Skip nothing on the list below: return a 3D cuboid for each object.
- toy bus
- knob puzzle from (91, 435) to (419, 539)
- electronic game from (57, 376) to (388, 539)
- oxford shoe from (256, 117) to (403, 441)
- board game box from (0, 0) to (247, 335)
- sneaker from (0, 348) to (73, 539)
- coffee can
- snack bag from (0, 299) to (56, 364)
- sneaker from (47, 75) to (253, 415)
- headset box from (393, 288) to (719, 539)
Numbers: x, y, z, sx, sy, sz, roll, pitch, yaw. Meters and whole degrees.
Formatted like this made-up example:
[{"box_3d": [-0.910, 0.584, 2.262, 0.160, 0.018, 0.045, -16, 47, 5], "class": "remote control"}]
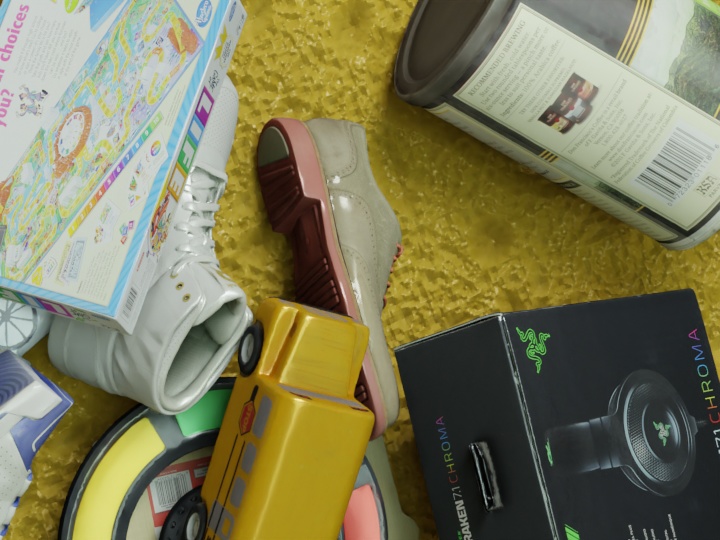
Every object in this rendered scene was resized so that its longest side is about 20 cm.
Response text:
[{"box_3d": [-0.047, 0.121, 1.319, 0.065, 0.078, 0.201, 15, 97, -25], "class": "toy bus"}, {"box_3d": [-0.060, 0.181, 1.425, 0.218, 0.030, 0.221, 0, 91, -19], "class": "knob puzzle"}, {"box_3d": [-0.079, 0.162, 1.380, 0.199, 0.042, 0.201, 0, 90, -18], "class": "electronic game"}, {"box_3d": [0.000, 0.000, 1.403, 0.074, 0.070, 0.201, -8, 79, -29], "class": "oxford shoe"}, {"box_3d": [-0.160, -0.077, 1.334, 0.134, 0.034, 0.201, 16, 76, 15], "class": "board game box"}, {"box_3d": [-0.226, 0.148, 1.342, 0.199, 0.081, 0.115, -46, 119, 0], "class": "sneaker"}, {"box_3d": [0.141, -0.121, 1.423, 0.199, 0.146, 0.147, 28, 83, -17], "class": "coffee can"}, {"box_3d": [-0.258, -0.008, 1.361, 0.200, 0.021, 0.189, -40, 102, -13], "class": "snack bag"}, {"box_3d": [-0.093, -0.015, 1.357, 0.074, 0.115, 0.201, 23, 89, -49], "class": "sneaker"}, {"box_3d": [0.125, 0.110, 1.393, 0.199, 0.093, 0.175, -5, 79, -46], "class": "headset box"}]
